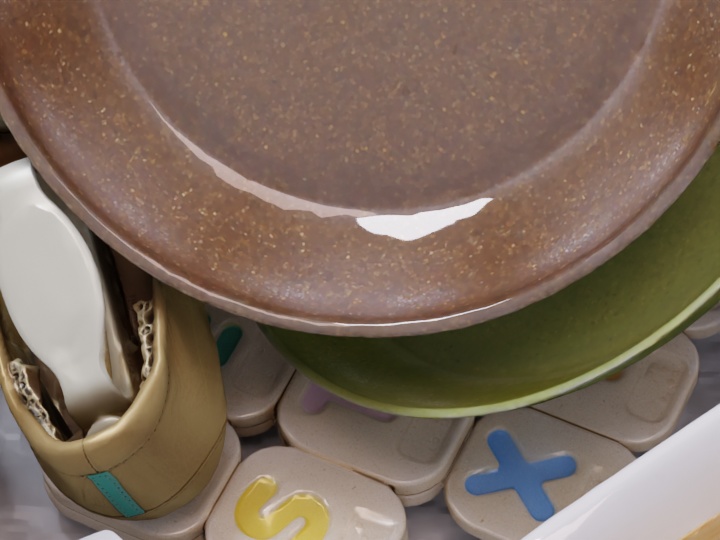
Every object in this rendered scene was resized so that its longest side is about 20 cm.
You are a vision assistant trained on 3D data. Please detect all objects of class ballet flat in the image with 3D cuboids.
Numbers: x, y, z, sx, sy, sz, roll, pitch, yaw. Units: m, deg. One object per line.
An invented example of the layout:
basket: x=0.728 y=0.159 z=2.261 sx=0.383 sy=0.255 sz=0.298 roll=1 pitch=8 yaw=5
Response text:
ballet flat: x=-0.078 y=-0.034 z=0.758 sx=0.069 sy=0.063 sz=0.200 roll=-21 pitch=72 yaw=11

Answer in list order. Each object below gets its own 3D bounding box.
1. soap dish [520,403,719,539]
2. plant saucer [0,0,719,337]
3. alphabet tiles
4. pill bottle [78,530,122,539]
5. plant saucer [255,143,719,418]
soap dish: x=0.112 y=0.075 z=0.703 sx=0.200 sy=0.157 sz=0.081 roll=-31 pitch=75 yaw=-20
plant saucer: x=0.001 y=-0.085 z=0.711 sx=0.200 sy=0.037 sz=0.200 roll=1 pitch=101 yaw=7
alphabet tiles: x=0.000 y=0.000 z=0.808 sx=0.196 sy=0.015 sz=0.200 roll=22 pitch=61 yaw=16
pill bottle: x=-0.135 y=0.131 z=0.677 sx=0.200 sy=0.111 sz=0.111 roll=-24 pitch=64 yaw=-16
plant saucer: x=0.050 y=-0.050 z=0.764 sx=0.200 sy=0.031 sz=0.200 roll=-19 pitch=56 yaw=30
